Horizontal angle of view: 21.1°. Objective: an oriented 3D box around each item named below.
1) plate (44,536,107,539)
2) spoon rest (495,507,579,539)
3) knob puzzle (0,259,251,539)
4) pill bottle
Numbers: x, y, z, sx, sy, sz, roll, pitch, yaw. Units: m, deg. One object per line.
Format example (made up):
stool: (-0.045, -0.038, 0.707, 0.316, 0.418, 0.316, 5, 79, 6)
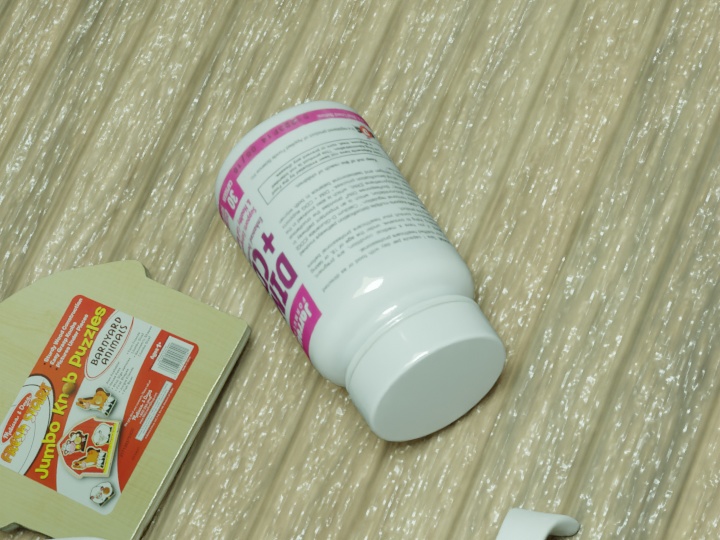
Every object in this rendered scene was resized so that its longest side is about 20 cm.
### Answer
plate: (-0.262, 0.226, 1.148, 0.199, 0.032, 0.200, -6, 33, 18)
spoon rest: (0.079, 0.226, 1.090, 0.099, 0.061, 0.201, 4, 67, 23)
knob puzzle: (-0.189, 0.084, 1.278, 0.218, 0.030, 0.221, -8, 64, 17)
pill bottle: (0.000, 0.000, 1.198, 0.113, 0.113, 0.200, -35, 58, 2)
